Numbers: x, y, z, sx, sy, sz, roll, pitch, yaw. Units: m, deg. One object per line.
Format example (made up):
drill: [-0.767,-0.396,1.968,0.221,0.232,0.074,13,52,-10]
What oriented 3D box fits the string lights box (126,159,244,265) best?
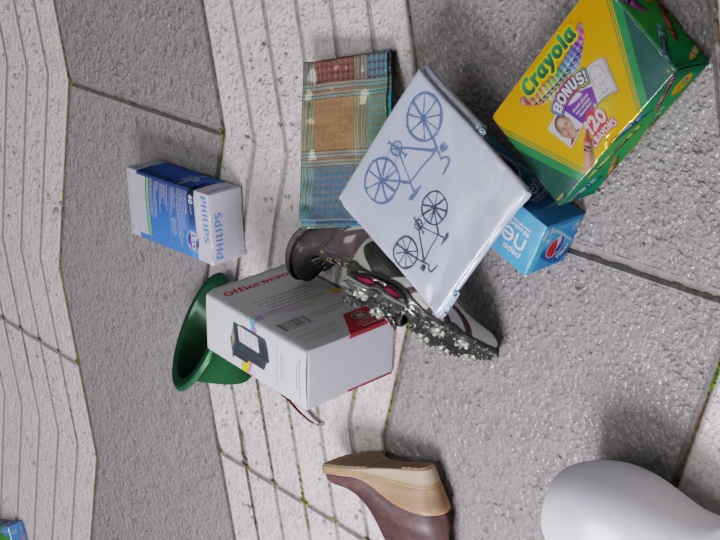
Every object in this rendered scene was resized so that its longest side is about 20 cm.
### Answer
string lights box: [-0.247,-0.083,1.832,0.200,0.059,0.103,20,119,44]

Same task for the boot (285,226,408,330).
boot: [0.000,0.000,1.567,0.174,0.069,0.200,55,136,20]

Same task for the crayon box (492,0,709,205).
crayon box: [0.224,-0.171,1.248,0.119,0.058,0.200,56,138,19]

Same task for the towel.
towel: [-0.017,-0.149,1.517,0.147,0.022,0.200,-1,88,41]

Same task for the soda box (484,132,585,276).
soda box: [0.136,-0.086,1.379,0.200,0.064,0.068,44,133,29]

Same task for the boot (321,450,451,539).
boot: [0.034,0.317,1.644,0.200,0.072,0.167,0,102,46]

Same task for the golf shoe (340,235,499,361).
golf shoe: [0.078,0.032,1.446,0.200,0.088,0.077,30,159,-16]

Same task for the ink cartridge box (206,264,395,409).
ink cartridge box: [-0.076,0.077,1.625,0.200,0.146,0.083,26,125,42]

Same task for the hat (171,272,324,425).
hat: [-0.153,0.123,1.835,0.166,0.176,0.200,-38,37,51]

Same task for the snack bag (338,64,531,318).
snack bag: [0.077,-0.082,1.368,0.200,0.021,0.189,51,124,27]

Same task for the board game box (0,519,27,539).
board game box: [-0.702,0.603,2.643,0.151,0.037,0.200,-10,97,50]

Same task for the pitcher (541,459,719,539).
pitcher: [0.290,0.281,1.311,0.200,0.121,0.172,13,129,35]
